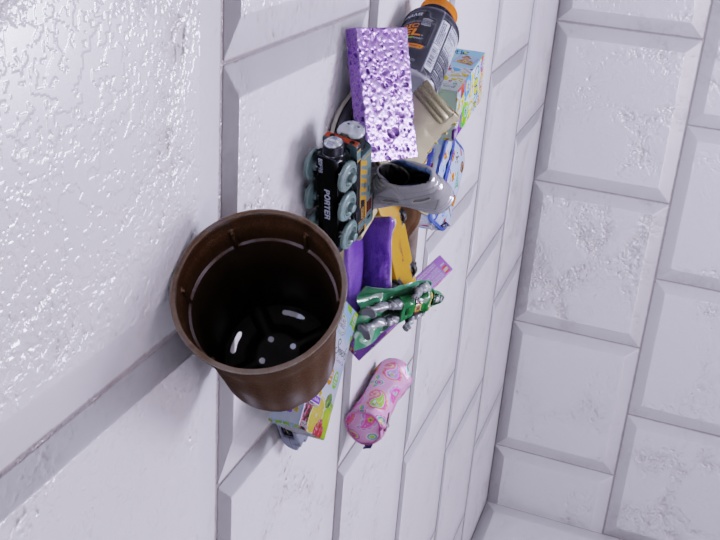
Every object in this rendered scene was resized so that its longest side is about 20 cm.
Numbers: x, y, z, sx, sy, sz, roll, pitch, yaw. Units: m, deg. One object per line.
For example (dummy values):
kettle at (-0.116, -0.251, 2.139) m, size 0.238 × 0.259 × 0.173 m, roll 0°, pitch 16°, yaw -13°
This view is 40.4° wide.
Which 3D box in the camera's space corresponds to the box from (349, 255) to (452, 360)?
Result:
box at (0.071, 0.068, 1.771) m, size 0.200 × 0.039 × 0.137 m, roll -41°, pitch 175°, yaw -34°

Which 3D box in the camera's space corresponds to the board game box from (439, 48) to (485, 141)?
board game box at (0.164, -0.344, 1.886) m, size 0.200 × 0.104 × 0.104 m, roll -55°, pitch 153°, yaw -50°

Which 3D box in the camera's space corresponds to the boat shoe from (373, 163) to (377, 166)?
boat shoe at (0.047, -0.234, 1.638) m, size 0.065 × 0.073 × 0.202 m, roll -41°, pitch 132°, yaw -39°

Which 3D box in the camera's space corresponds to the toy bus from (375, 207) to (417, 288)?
toy bus at (0.038, -0.048, 1.654) m, size 0.065 × 0.077 × 0.202 m, roll -50°, pitch 137°, yaw -44°

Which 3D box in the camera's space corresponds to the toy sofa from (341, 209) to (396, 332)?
toy sofa at (0.000, 0.000, 1.601) m, size 0.083 × 0.096 × 0.202 m, roll -57°, pitch 154°, yaw -50°

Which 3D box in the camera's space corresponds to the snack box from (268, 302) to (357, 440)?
snack box at (-0.066, 0.137, 1.436) m, size 0.142 × 0.052 × 0.202 m, roll 54°, pitch 49°, yaw -69°

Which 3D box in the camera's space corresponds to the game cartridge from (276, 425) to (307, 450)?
game cartridge at (-0.097, 0.173, 1.508) m, size 0.201 × 0.040 × 0.134 m, roll 79°, pitch 31°, yaw -52°

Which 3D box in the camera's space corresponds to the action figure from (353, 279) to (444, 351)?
action figure at (0.072, 0.062, 1.635) m, size 0.199 × 0.054 × 0.119 m, roll -19°, pitch 132°, yaw -45°

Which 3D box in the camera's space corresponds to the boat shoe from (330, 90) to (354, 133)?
boat shoe at (0.004, -0.234, 1.511) m, size 0.073 × 0.062 × 0.202 m, roll 80°, pitch 28°, yaw -56°

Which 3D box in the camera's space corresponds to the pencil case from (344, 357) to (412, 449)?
pencil case at (0.039, 0.258, 1.924) m, size 0.200 × 0.086 × 0.088 m, roll -55°, pitch 151°, yaw -55°

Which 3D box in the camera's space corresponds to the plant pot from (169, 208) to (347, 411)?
plant pot at (-0.108, 0.066, 1.160) m, size 0.199 × 0.198 × 0.202 m, roll 85°, pitch 23°, yaw -62°

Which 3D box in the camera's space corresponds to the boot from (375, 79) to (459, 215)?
boot at (0.106, -0.199, 1.607) m, size 0.200 × 0.155 × 0.073 m, roll 49°, pitch 5°, yaw -33°

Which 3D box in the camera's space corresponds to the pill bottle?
pill bottle at (0.108, -0.378, 1.681) m, size 0.107 × 0.105 × 0.202 m, roll 78°, pitch 29°, yaw -53°

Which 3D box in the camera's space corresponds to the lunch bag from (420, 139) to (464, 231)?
lunch bag at (0.155, -0.181, 2.027) m, size 0.160 × 0.075 × 0.203 m, roll 32°, pitch 70°, yaw -70°

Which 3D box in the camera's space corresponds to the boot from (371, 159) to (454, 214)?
boot at (0.042, -0.140, 1.497) m, size 0.096 × 0.198 × 0.074 m, roll 43°, pitch 59°, yaw -55°

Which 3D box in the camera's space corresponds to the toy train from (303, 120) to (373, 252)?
toy train at (-0.027, -0.122, 1.432) m, size 0.114 × 0.084 × 0.202 m, roll -51°, pitch 152°, yaw -41°

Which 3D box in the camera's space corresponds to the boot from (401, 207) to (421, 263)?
boot at (0.080, -0.068, 1.810) m, size 0.146 × 0.069 × 0.203 m, roll 12°, pitch 91°, yaw -79°

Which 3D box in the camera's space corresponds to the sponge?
sponge at (0.033, -0.268, 1.489) m, size 0.111 × 0.030 × 0.203 m, roll -11°, pitch 98°, yaw -43°
